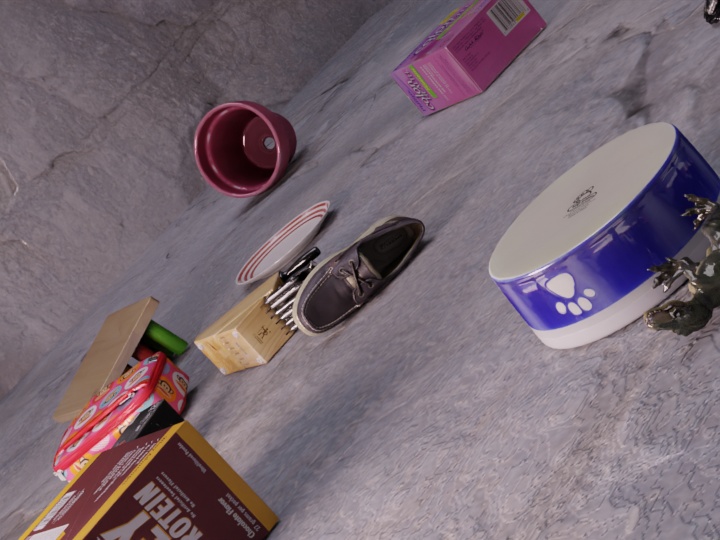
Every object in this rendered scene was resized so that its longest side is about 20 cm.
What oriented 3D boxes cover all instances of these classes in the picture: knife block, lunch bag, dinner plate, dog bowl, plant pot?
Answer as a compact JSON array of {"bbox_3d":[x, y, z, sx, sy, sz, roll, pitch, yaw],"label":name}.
[{"bbox_3d":[-0.113,0.048,1.905,0.176,0.064,0.200,-48,14,-29],"label":"knife block"},{"bbox_3d":[-0.328,0.216,1.960,0.200,0.082,0.176,-39,17,17],"label":"lunch bag"},{"bbox_3d":[-0.120,-0.039,2.305,0.200,0.024,0.200,-40,13,11],"label":"dinner plate"},{"bbox_3d":[0.206,-0.031,1.195,0.200,0.079,0.200,-39,13,11],"label":"dog bowl"},{"bbox_3d":[-0.226,-0.263,3.023,0.200,0.200,0.179,-36,-2,22],"label":"plant pot"}]

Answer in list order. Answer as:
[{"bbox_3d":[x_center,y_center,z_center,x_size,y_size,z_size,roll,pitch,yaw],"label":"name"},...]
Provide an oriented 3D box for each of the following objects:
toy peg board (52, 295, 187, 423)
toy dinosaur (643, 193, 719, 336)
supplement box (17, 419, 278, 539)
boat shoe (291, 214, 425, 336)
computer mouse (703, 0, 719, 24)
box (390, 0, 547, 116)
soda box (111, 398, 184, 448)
[{"bbox_3d":[-0.373,0.163,2.277,0.200,0.098,0.199,-21,40,59],"label":"toy peg board"},{"bbox_3d":[0.264,-0.017,1.060,0.200,0.047,0.088,-45,28,-19],"label":"toy dinosaur"},{"bbox_3d":[-0.222,0.268,1.338,0.200,0.133,0.197,-25,21,52],"label":"supplement box"},{"bbox_3d":[0.000,0.000,1.721,0.200,0.072,0.065,-40,7,-22],"label":"boat shoe"},{"bbox_3d":[0.463,-0.366,1.611,0.200,0.053,0.139,-34,14,31],"label":"computer mouse"},{"bbox_3d":[0.174,-0.360,2.340,0.176,0.097,0.200,-47,13,-21],"label":"box"},{"bbox_3d":[-0.273,0.246,1.700,0.063,0.071,0.200,-30,17,38],"label":"soda box"}]
